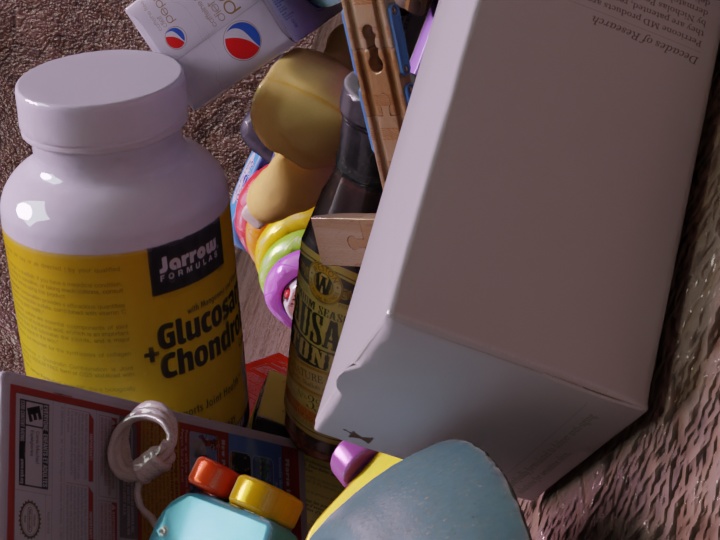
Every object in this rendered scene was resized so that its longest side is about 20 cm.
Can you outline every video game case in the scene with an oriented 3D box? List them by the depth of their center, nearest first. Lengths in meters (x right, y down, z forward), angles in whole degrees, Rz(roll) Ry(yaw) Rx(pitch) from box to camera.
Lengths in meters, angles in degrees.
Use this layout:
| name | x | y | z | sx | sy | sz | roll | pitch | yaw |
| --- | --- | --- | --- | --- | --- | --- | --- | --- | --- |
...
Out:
| name | x | y | z | sx | sy | sz | roll | pitch | yaw |
| --- | --- | --- | --- | --- | --- | --- | --- | --- | --- |
| video game case | -0.092 | 0.133 | 0.735 | 0.017 | 0.199 | 0.144 | -17 | 66 | 35 |

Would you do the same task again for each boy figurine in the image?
| name | x | y | z | sx | sy | sz | roll | pitch | yaw |
| --- | --- | --- | --- | --- | --- | --- | --- | --- | --- |
| boy figurine | -0.030 | -0.078 | 0.870 | 0.125 | 0.064 | 0.200 | -61 | 5 | 4 |

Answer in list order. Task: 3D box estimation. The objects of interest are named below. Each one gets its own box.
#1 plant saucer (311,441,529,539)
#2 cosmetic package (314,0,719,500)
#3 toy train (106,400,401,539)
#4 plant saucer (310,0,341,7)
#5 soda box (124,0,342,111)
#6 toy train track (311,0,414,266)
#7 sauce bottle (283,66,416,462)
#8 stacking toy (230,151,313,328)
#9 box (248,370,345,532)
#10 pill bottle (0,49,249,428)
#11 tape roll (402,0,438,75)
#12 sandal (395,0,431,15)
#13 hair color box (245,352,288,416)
| name | x | y | z | sx | sy | sz | roll | pitch | yaw |
| --- | --- | --- | --- | --- | --- | --- | --- | --- | --- |
| plant saucer | 0.000 | 0.146 | 0.451 | 0.200 | 0.036 | 0.201 | -172 | 90 | -75 |
| cosmetic package | 0.056 | -0.040 | 0.531 | 0.108 | 0.084 | 0.201 | 123 | 164 | -65 |
| toy train | -0.011 | 0.079 | 0.673 | 0.199 | 0.056 | 0.151 | -27 | 51 | 22 |
| plant saucer | 0.002 | -0.227 | 0.772 | 0.200 | 0.036 | 0.201 | -49 | 31 | 43 |
| soda box | -0.054 | -0.148 | 0.876 | 0.068 | 0.064 | 0.200 | -32 | 8 | 19 |
| toy train track | 0.023 | -0.057 | 0.688 | 0.032 | 0.114 | 0.201 | -32 | -65 | -44 |
| sauce bottle | 0.000 | 0.000 | 0.776 | 0.066 | 0.066 | 0.201 | -81 | -3 | -58 |
| stacking toy | -0.032 | 0.002 | 1.133 | 0.201 | 0.109 | 0.116 | -97 | 28 | -51 |
| box | -0.052 | 0.158 | 0.898 | 0.050 | 0.075 | 0.201 | -79 | 10 | -64 |
| pill bottle | -0.117 | 0.000 | 0.802 | 0.112 | 0.111 | 0.201 | -84 | -8 | -64 |
| tape roll | 0.055 | -0.118 | 0.842 | 0.200 | 0.065 | 0.201 | -160 | 90 | -84 |
| sandal | 0.015 | -0.168 | 0.802 | 0.200 | 0.054 | 0.081 | -101 | 31 | -77 |
| hair color box | -0.087 | 0.119 | 0.987 | 0.200 | 0.061 | 0.102 | -15 | -49 | -66 |
